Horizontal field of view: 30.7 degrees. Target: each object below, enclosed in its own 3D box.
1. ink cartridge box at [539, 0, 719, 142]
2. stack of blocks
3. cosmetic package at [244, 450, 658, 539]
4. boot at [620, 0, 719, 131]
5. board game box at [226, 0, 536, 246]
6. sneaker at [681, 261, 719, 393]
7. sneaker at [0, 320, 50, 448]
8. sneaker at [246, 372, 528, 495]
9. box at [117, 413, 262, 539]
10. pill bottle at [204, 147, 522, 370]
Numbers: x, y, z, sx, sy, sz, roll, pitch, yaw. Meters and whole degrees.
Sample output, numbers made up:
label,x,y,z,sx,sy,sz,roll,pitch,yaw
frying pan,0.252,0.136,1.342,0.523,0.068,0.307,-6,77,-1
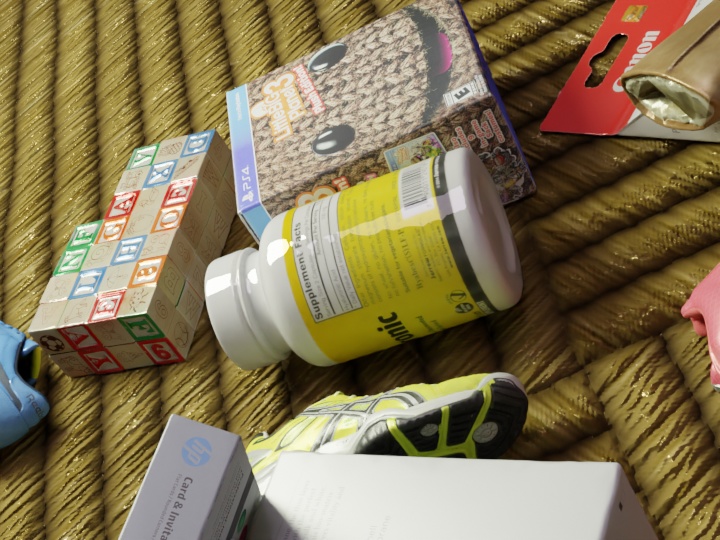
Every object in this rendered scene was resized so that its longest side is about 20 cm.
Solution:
label,x,y,z,sx,sy,sz,roll,pitch,yaw
ink cartridge box,0.239,-0.165,0.948,0.199,0.050,0.161,11,56,38
stack of blocks,-0.176,-0.016,1.063,0.114,0.059,0.201,-9,45,26
cosmetic package,0.032,0.206,0.646,0.199,0.123,0.200,-1,49,31
boot,0.283,-0.163,0.819,0.200,0.066,0.175,-40,16,-10
board game box,0.010,-0.099,0.993,0.199,0.097,0.160,-24,40,10
sneaker,0.239,0.054,0.716,0.087,0.074,0.200,-38,29,12
sneaker,-0.296,0.070,1.059,0.078,0.066,0.200,-26,39,-10
sneaker,0.006,0.100,0.810,0.199,0.076,0.077,-22,41,11
box,-0.095,0.183,0.682,0.041,0.200,0.157,17,65,9
pill bottle,0.000,0.000,0.887,0.199,0.112,0.112,-18,41,17
